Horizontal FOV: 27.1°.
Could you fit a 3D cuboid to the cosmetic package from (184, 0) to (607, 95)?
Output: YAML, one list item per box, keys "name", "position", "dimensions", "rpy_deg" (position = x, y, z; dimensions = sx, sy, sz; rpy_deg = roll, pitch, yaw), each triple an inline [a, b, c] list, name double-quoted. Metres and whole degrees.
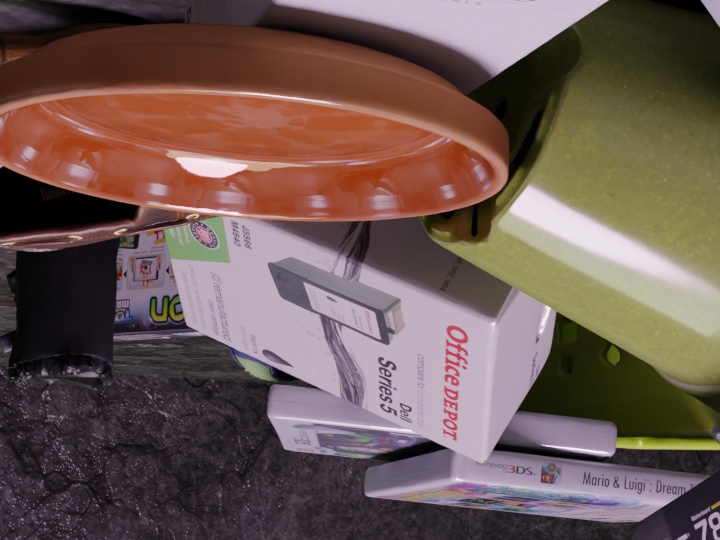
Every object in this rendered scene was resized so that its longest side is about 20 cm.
- name: "cosmetic package"
  position: [0.004, -0.107, 0.539]
  dimensions: [0.101, 0.071, 0.200]
  rpy_deg: [5, 170, -17]

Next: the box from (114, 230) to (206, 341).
- name: "box"
  position: [-0.117, -0.008, 1.064]
  dimensions: [0.200, 0.110, 0.035]
  rpy_deg: [-4, 170, 35]

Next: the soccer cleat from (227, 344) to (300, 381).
- name: "soccer cleat"
  position: [0.016, 0.029, 0.926]
  dimensions: [0.200, 0.065, 0.084]
  rpy_deg: [-14, -160, -20]

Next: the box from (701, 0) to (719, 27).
- name: "box"
  position: [0.221, -0.054, 0.525]
  dimensions: [0.038, 0.200, 0.137]
  rpy_deg: [-42, -170, -23]

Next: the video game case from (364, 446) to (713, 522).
- name: "video game case"
  position: [0.113, 0.136, 0.932]
  dimensions: [0.182, 0.024, 0.200]
  rpy_deg: [8, 168, -13]

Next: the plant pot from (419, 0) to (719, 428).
- name: "plant pot"
  position: [0.132, -0.039, 0.660]
  dimensions: [0.190, 0.201, 0.200]
  rpy_deg: [18, 165, -23]

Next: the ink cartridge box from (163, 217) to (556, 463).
- name: "ink cartridge box"
  position: [0.000, 0.000, 0.803]
  dimensions: [0.200, 0.084, 0.146]
  rpy_deg: [23, 149, 18]

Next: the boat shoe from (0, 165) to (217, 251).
- name: "boat shoe"
  position: [-0.102, -0.050, 0.713]
  dimensions: [0.200, 0.071, 0.070]
  rpy_deg: [-18, -174, 12]

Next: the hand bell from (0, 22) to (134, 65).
- name: "hand bell"
  position: [-0.161, -0.095, 0.669]
  dimensions: [0.200, 0.104, 0.104]
  rpy_deg: [-6, 178, -40]

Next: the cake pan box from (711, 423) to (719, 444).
- name: "cake pan box"
  position: [0.273, 0.005, 0.727]
  dimensions: [0.052, 0.200, 0.184]
  rpy_deg: [42, 138, -5]

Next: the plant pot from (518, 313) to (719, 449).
- name: "plant pot"
  position: [0.216, 0.028, 1.008]
  dimensions: [0.200, 0.182, 0.199]
  rpy_deg: [-7, 169, 40]

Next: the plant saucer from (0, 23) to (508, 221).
- name: "plant saucer"
  position: [-0.043, -0.053, 0.563]
  dimensions: [0.200, 0.032, 0.200]
  rpy_deg: [4, 171, 1]

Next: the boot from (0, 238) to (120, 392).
- name: "boot"
  position: [-0.155, -0.020, 0.824]
  dimensions: [0.073, 0.163, 0.198]
  rpy_deg: [7, 169, -19]

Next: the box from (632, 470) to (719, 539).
- name: "box"
  position: [0.247, 0.096, 0.662]
  dimensions: [0.200, 0.049, 0.161]
  rpy_deg: [-5, 153, -24]

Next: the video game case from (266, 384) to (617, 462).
- name: "video game case"
  position: [0.046, 0.104, 0.928]
  dimensions: [0.199, 0.023, 0.182]
  rpy_deg: [6, 168, 1]
